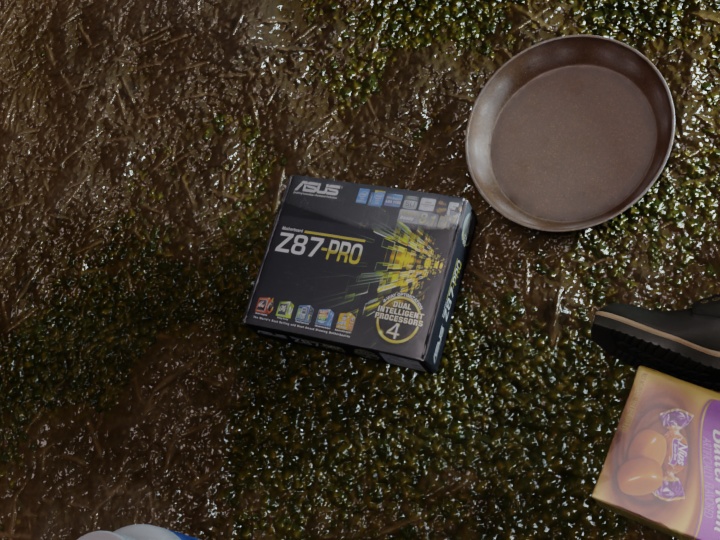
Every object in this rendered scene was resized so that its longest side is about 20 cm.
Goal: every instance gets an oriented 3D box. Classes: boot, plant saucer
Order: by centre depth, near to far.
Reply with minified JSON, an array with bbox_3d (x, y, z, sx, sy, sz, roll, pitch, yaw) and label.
[{"bbox_3d":[0.304,0.027,0.906,0.196,0.078,0.140,17,73,13],"label":"boot"},{"bbox_3d":[0.197,-0.126,1.023,0.196,0.034,0.204,-8,67,18],"label":"plant saucer"}]

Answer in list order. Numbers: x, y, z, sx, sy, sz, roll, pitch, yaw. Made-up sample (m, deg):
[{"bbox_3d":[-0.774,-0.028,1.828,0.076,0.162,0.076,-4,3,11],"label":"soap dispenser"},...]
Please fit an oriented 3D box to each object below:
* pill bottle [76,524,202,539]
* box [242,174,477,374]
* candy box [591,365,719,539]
[{"bbox_3d":[-0.172,0.279,0.922,0.110,0.200,0.114,-7,68,18],"label":"pill bottle"},{"bbox_3d":[0.000,0.000,1.046,0.197,0.049,0.164,10,72,25],"label":"box"},{"bbox_3d":[0.297,0.167,0.858,0.197,0.056,0.118,19,77,26],"label":"candy box"}]
